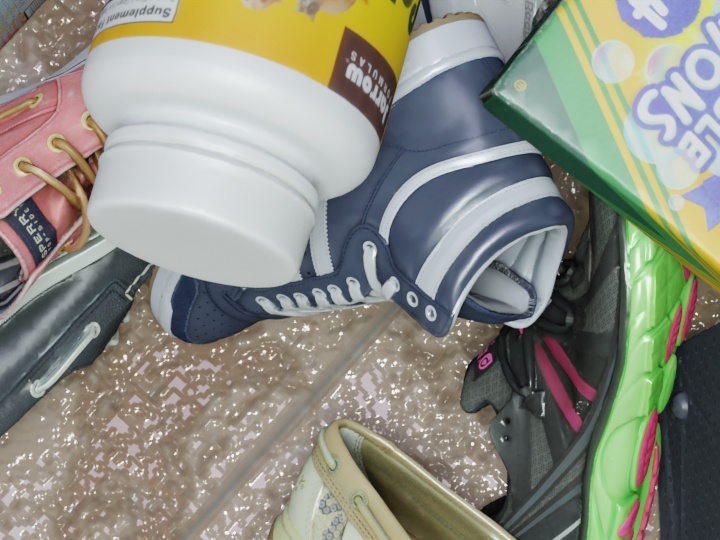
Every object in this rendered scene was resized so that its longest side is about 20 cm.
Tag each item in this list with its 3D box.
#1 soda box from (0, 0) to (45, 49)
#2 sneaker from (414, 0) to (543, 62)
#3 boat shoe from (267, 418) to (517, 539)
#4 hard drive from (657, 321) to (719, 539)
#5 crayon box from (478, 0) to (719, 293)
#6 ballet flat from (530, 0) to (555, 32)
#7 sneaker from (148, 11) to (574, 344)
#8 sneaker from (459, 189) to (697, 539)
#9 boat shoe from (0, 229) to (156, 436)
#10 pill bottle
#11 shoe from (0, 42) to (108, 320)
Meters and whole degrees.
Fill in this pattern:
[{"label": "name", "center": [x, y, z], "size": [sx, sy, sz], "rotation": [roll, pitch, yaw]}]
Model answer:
[{"label": "soda box", "center": [-0.211, -0.086, 1.051], "size": [0.068, 0.064, 0.200], "rotation": [40, 84, 7]}, {"label": "sneaker", "center": [0.048, -0.085, 1.040], "size": [0.080, 0.076, 0.200], "rotation": [-9, 87, -23]}, {"label": "boat shoe", "center": [0.053, 0.133, 0.971], "size": [0.200, 0.073, 0.063], "rotation": [31, 117, 17]}, {"label": "hard drive", "center": [0.156, 0.120, 0.972], "size": [0.042, 0.135, 0.200], "rotation": [2, 76, -14]}, {"label": "crayon box", "center": [0.160, -0.050, 0.904], "size": [0.200, 0.052, 0.126], "rotation": [38, 87, -3]}, {"label": "ballet flat", "center": [0.156, -0.101, 0.968], "size": [0.200, 0.072, 0.072], "rotation": [-9, 80, 25]}, {"label": "sneaker", "center": [0.000, 0.000, 0.980], "size": [0.200, 0.070, 0.109], "rotation": [-41, 70, 35]}, {"label": "sneaker", "center": [0.082, 0.035, 0.991], "size": [0.084, 0.077, 0.200], "rotation": [15, 106, 16]}, {"label": "boat shoe", "center": [-0.134, 0.018, 1.034], "size": [0.200, 0.076, 0.060], "rotation": [-36, 120, -12]}, {"label": "pill bottle", "center": [-0.034, -0.100, 0.903], "size": [0.109, 0.109, 0.200], "rotation": [14, 73, 4]}, {"label": "shoe", "center": [-0.112, -0.037, 0.979], "size": [0.200, 0.072, 0.091], "rotation": [-20, 35, 18]}]
